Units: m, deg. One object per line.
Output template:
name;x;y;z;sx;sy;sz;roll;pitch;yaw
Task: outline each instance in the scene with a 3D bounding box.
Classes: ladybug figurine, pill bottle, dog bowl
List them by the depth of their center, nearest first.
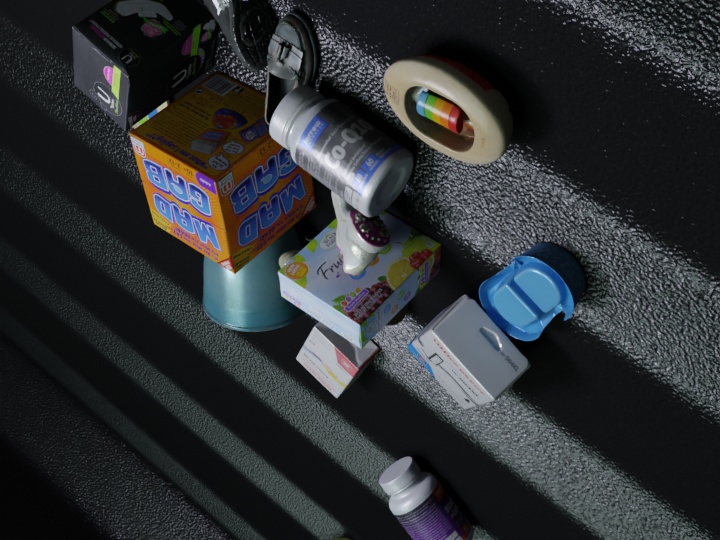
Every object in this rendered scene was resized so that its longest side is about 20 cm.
ladybug figurine;0.116;-0.215;1.456;0.199;0.072;0.136;34;149;23
dog bowl;0.245;0.027;1.604;0.112;0.050;0.200;47;152;2
pill bottle;-0.030;-0.178;1.658;0.200;0.114;0.114;37;150;18
pill bottle;0.127;0.471;2.247;0.200;0.111;0.111;53;151;-11

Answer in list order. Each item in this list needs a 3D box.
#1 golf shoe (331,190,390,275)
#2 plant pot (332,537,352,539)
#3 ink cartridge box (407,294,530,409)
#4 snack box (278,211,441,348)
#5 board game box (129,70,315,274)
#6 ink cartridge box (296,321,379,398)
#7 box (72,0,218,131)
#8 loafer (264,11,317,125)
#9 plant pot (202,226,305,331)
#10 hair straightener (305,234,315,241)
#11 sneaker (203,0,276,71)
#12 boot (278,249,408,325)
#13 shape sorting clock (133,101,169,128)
golf shoe;-0.015;-0.073;1.713;0.075;0.201;0.092;15;122;-20
plant pot;-0.061;0.759;2.811;0.200;0.200;0.190;40;137;13
ink cartridge box;0.163;0.131;1.759;0.146;0.084;0.200;47;167;3
snack box;0.000;0.000;1.747;0.168;0.200;0.068;32;148;26
board game box;-0.219;-0.162;1.843;0.199;0.200;0.201;30;145;30
ink cartridge box;-0.050;0.165;2.155;0.116;0.067;0.200;44;151;8
box;-0.336;-0.347;1.775;0.124;0.200;0.149;41;151;11
loafer;-0.109;-0.290;1.680;0.072;0.063;0.201;37;150;19
plant pot;-0.186;-0.028;1.995;0.199;0.200;0.189;25;131;35
hair straightener;-0.038;0.020;1.988;0.200;0.041;0.077;52;151;-8
sneaker;-0.188;-0.390;1.672;0.091;0.076;0.201;8;124;58
boot;-0.028;0.025;1.906;0.199;0.073;0.154;22;-179;-36
shape sorting clock;-0.421;-0.337;2.072;0.199;0.039;0.201;33;146;25
